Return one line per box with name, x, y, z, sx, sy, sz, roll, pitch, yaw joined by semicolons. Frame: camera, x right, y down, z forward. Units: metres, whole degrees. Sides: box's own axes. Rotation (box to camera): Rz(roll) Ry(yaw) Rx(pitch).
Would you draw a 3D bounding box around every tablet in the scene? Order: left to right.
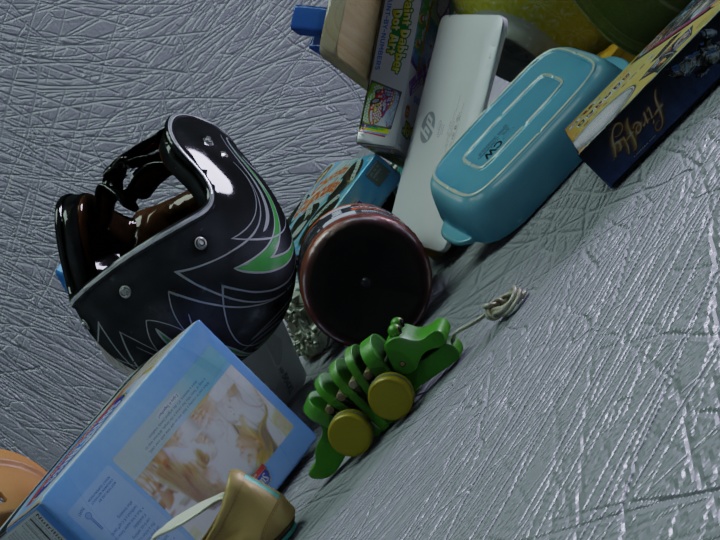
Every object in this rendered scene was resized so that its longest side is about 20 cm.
tablet;0.071;-0.120;1.634;0.130;0.014;0.202;18;93;67

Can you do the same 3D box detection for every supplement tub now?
supplement tub;0.000;0.000;1.559;0.107;0.107;0.200;-46;6;2

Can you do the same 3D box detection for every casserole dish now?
casserole dish;0.128;-0.104;1.486;0.200;0.039;0.121;-47;28;-5

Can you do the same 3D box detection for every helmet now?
helmet;-0.145;-0.006;1.548;0.198;0.192;0.201;-14;-32;-9

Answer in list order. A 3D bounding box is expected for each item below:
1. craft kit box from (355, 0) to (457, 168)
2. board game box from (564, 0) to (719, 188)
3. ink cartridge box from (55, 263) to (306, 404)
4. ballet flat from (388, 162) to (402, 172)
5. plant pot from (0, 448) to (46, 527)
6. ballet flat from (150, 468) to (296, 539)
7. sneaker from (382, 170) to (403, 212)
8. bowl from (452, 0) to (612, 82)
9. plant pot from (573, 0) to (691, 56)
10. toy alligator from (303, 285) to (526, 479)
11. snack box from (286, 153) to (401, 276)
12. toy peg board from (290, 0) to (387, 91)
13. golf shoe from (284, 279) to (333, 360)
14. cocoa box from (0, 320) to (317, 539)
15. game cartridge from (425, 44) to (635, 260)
craft kit box;0.068;-0.190;1.775;0.200;0.048;0.200;20;-98;-65
board game box;0.224;-0.147;1.301;0.200;0.035;0.136;-46;6;10
ink cartridge box;-0.162;0.049;1.740;0.199;0.147;0.084;24;61;36
ballet flat;0.048;-0.085;2.077;0.200;0.074;0.074;-44;6;9
plant pot;-0.357;0.286;1.866;0.200;0.200;0.140;-47;23;-13
ballet flat;-0.126;0.207;1.265;0.200;0.063;0.069;-46;7;12
sneaker;0.031;-0.049;1.851;0.072;0.072;0.200;-50;6;-25
bowl;0.151;-0.228;1.677;0.108;0.199;0.200;-62;10;-17
plant pot;0.258;-0.295;1.467;0.189;0.201;0.200;-26;16;34
toy alligator;0.021;0.060;1.252;0.200;0.054;0.059;-44;6;22
snack box;-0.030;-0.050;1.800;0.117;0.037;0.200;-53;11;-8
toy peg board;-0.006;-0.267;1.752;0.200;0.097;0.201;27;-107;-64
golf shoe;-0.028;0.032;1.817;0.097;0.079;0.200;-30;8;-12
cocoa box;-0.153;0.163;1.409;0.200;0.133;0.131;-51;7;-36
game cartridge;0.143;-0.106;1.621;0.177;0.032;0.200;-51;6;-34
